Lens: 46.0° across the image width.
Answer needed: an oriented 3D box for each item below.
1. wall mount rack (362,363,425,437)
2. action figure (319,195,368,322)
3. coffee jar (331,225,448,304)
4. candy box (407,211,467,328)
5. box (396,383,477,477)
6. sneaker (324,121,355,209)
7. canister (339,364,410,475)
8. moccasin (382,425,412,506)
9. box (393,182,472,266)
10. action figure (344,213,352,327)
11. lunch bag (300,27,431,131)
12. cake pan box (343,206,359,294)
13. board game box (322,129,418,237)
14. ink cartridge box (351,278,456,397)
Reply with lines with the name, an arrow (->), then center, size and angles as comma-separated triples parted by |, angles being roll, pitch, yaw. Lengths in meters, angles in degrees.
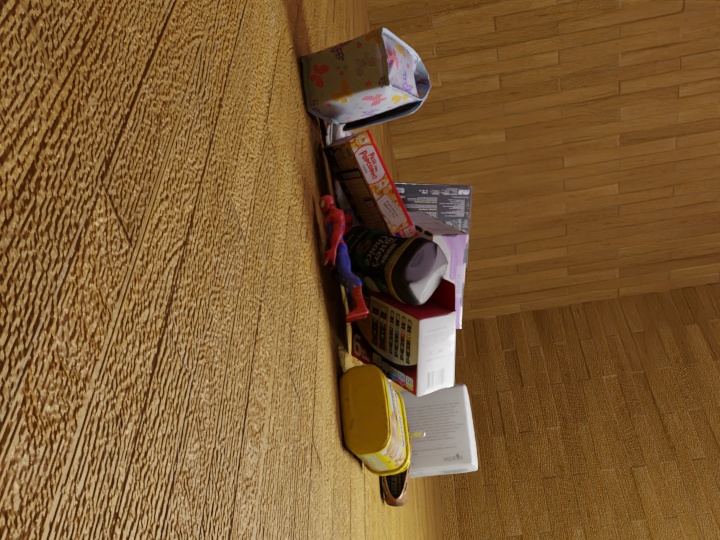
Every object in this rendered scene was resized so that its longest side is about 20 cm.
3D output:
wall mount rack -> 0.056, 0.249, 1.565 | 0.174, 0.073, 0.204 | 136, -52, -72
action figure -> -0.032, -0.023, 1.338 | 0.066, 0.051, 0.204 | 81, -3, -77
coffee jar -> 0.046, -0.010, 1.384 | 0.105, 0.198, 0.086 | -51, 128, -22
candy box -> 0.114, -0.004, 1.518 | 0.200, 0.070, 0.171 | -143, -127, -65
box -> 0.149, 0.355, 1.850 | 0.199, 0.196, 0.175 | 58, 26, -71
sneaker -> -0.016, -0.221, 1.613 | 0.082, 0.086, 0.203 | -86, 166, -61
canister -> 0.025, 0.250, 1.404 | 0.200, 0.085, 0.151 | 62, 20, -66
moccasin -> 0.067, 0.367, 1.706 | 0.078, 0.072, 0.205 | 86, 9, -62
box -> 0.121, -0.088, 1.648 | 0.043, 0.196, 0.164 | 18, -73, 63
action figure -> -0.009, -0.003, 1.513 | 0.052, 0.064, 0.204 | -63, 146, -66
lunch bag -> 0.018, -0.320, 1.473 | 0.199, 0.167, 0.130 | 4, 76, -64
cake pan box -> 0.000, 0.000, 1.650 | 0.185, 0.051, 0.204 | -79, 160, -64
board game box -> 0.015, -0.139, 1.490 | 0.203, 0.046, 0.151 | 64, -16, -12
ink cartridge box -> 0.069, 0.086, 1.423 | 0.199, 0.083, 0.179 | 24, -61, 53
